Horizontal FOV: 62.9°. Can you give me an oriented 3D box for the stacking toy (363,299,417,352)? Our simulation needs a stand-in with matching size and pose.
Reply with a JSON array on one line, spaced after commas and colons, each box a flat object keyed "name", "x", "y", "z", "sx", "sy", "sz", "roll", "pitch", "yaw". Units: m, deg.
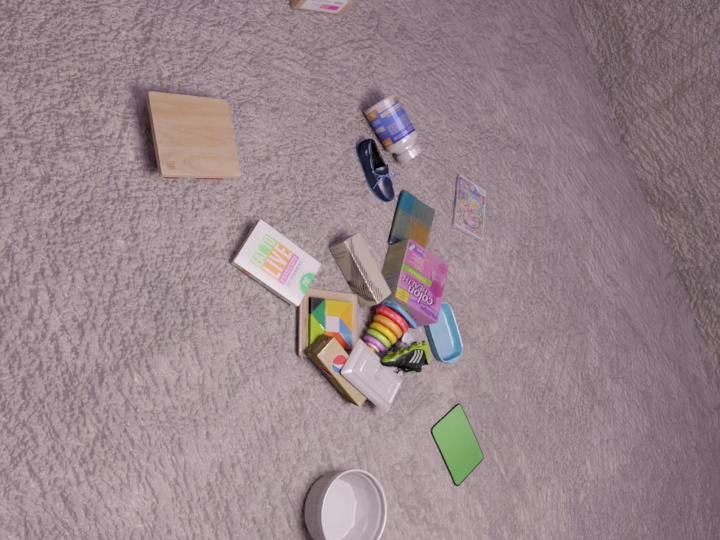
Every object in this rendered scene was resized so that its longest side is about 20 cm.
[{"name": "stacking toy", "x": 0.052, "y": 0.188, "z": 1.641, "sx": 0.110, "sy": 0.116, "sz": 0.200, "roll": 46, "pitch": 71, "yaw": -26}]

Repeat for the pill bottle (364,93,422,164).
[{"name": "pill bottle", "x": 0.108, "y": -0.439, "z": 1.844, "sx": 0.112, "sy": 0.112, "sz": 0.200, "roll": -41, "pitch": 104, "yaw": -39}]

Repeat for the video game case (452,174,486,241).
[{"name": "video game case", "x": 0.384, "y": -0.220, "z": 2.071, "sx": 0.143, "sy": 0.018, "sz": 0.201, "roll": 23, "pitch": 64, "yaw": -32}]

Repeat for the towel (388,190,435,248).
[{"name": "towel", "x": 0.162, "y": -0.139, "z": 1.866, "sx": 0.146, "sy": 0.022, "sz": 0.201, "roll": 30, "pitch": 62, "yaw": -28}]

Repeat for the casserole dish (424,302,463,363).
[{"name": "casserole dish", "x": 0.253, "y": 0.193, "z": 1.836, "sx": 0.121, "sy": 0.039, "sz": 0.201, "roll": -16, "pitch": 89, "yaw": -41}]

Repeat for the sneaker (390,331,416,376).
[{"name": "sneaker", "x": 0.098, "y": 0.241, "z": 1.675, "sx": 0.200, "sy": 0.075, "sz": 0.115, "roll": -6, "pitch": 81, "yaw": -45}]

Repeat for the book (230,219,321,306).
[{"name": "book", "x": -0.213, "y": -0.016, "z": 1.499, "sx": 0.200, "sy": 0.048, "sz": 0.134, "roll": 36, "pitch": 63, "yaw": -20}]

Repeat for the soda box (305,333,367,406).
[{"name": "soda box", "x": -0.051, "y": 0.260, "z": 1.527, "sx": 0.068, "sy": 0.064, "sz": 0.200, "roll": -47, "pitch": 116, "yaw": -23}]

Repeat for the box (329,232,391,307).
[{"name": "box", "x": 0.000, "y": 0.000, "z": 1.655, "sx": 0.068, "sy": 0.082, "sz": 0.200, "roll": -35, "pitch": 99, "yaw": -38}]

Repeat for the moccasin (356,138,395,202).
[{"name": "moccasin", "x": 0.051, "y": -0.303, "z": 1.787, "sx": 0.080, "sy": 0.068, "sz": 0.200, "roll": -38, "pitch": 103, "yaw": -39}]

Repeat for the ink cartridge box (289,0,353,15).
[{"name": "ink cartridge box", "x": -0.133, "y": -0.881, "z": 1.794, "sx": 0.200, "sy": 0.075, "sz": 0.165, "roll": -14, "pitch": 86, "yaw": -41}]

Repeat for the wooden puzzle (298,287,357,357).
[{"name": "wooden puzzle", "x": -0.080, "y": 0.143, "z": 1.578, "sx": 0.199, "sy": 0.037, "sz": 0.186, "roll": 11, "pitch": 71, "yaw": -37}]

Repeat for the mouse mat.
[{"name": "mouse mat", "x": 0.299, "y": 0.530, "z": 1.800, "sx": 0.161, "sy": 0.008, "sz": 0.201, "roll": -28, "pitch": 95, "yaw": -41}]

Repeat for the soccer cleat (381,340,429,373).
[{"name": "soccer cleat", "x": 0.131, "y": 0.245, "z": 1.602, "sx": 0.200, "sy": 0.067, "sz": 0.081, "roll": -8, "pitch": 87, "yaw": -52}]

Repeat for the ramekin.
[{"name": "ramekin", "x": -0.042, "y": 0.588, "z": 1.441, "sx": 0.200, "sy": 0.105, "sz": 0.201, "roll": 12, "pitch": 71, "yaw": -36}]

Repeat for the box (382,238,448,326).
[{"name": "box", "x": 0.157, "y": 0.038, "z": 1.761, "sx": 0.176, "sy": 0.097, "sz": 0.201, "roll": 32, "pitch": 60, "yaw": -29}]

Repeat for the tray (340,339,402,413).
[{"name": "tray", "x": 0.038, "y": 0.279, "z": 1.542, "sx": 0.200, "sy": 0.022, "sz": 0.108, "roll": 46, "pitch": 59, "yaw": -29}]

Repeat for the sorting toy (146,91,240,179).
[{"name": "sorting toy", "x": -0.407, "y": -0.312, "z": 1.414, "sx": 0.200, "sy": 0.070, "sz": 0.200, "roll": -6, "pitch": 81, "yaw": -40}]
